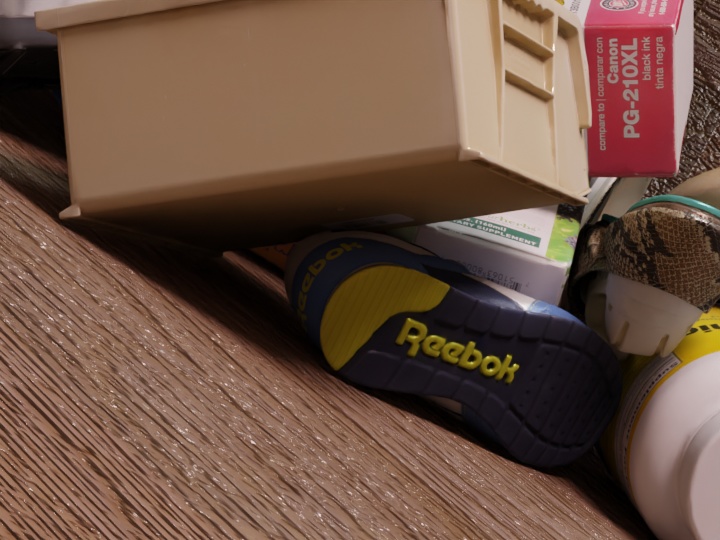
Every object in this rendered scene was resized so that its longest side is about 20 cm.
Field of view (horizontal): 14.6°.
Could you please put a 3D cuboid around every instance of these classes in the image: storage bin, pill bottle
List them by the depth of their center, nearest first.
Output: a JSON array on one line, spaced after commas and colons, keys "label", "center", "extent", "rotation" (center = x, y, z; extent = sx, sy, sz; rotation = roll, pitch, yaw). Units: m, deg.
[{"label": "storage bin", "center": [-0.012, -0.071, 1.276], "extent": [0.199, 0.095, 0.198], "rotation": [-8, -8, 19]}, {"label": "pill bottle", "center": [0.179, 0.086, 1.376], "extent": [0.111, 0.112, 0.200], "rotation": [30, 7, -10]}]

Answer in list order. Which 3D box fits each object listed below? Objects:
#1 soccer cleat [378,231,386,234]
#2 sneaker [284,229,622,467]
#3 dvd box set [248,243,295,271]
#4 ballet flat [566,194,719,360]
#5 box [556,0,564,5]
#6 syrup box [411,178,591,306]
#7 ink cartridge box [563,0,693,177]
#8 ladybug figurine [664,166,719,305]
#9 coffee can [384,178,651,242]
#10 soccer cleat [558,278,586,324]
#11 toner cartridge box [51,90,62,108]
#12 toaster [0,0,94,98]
[{"label": "soccer cleat", "center": [0.017, -0.021, 1.731], "extent": [0.200, 0.067, 0.076], "rotation": [38, 37, 14]}, {"label": "sneaker", "center": [0.045, 0.031, 1.333], "extent": [0.199, 0.074, 0.082], "rotation": [28, 4, -38]}, {"label": "dvd box set", "center": [0.000, 0.000, 1.548], "extent": [0.199, 0.030, 0.146], "rotation": [31, 7, -4]}, {"label": "ballet flat", "center": [0.139, 0.009, 1.376], "extent": [0.067, 0.076, 0.200], "rotation": [23, -4, -6]}, {"label": "box", "center": [0.014, -0.177, 1.420], "extent": [0.064, 0.071, 0.199], "rotation": [-24, 30, -33]}, {"label": "syrup box", "center": [0.071, -0.016, 1.465], "extent": [0.078, 0.082, 0.200], "rotation": [17, 25, 3]}, {"label": "ink cartridge box", "center": [0.069, -0.109, 1.454], "extent": [0.198, 0.085, 0.145], "rotation": [1, 22, 10]}, {"label": "ladybug figurine", "center": [0.221, -0.017, 1.489], "extent": [0.135, 0.073, 0.200], "rotation": [-11, -7, 8]}, {"label": "coffee can", "center": [0.061, -0.077, 1.654], "extent": [0.199, 0.147, 0.146], "rotation": [34, 6, 11]}, {"label": "soccer cleat", "center": [0.133, 0.029, 1.577], "extent": [0.200, 0.069, 0.078], "rotation": [-67, 135, -70]}, {"label": "toner cartridge box", "center": [-0.158, -0.130, 1.554], "extent": [0.095, 0.043, 0.200], "rotation": [58, 1, -9]}, {"label": "toaster", "center": [-0.136, -0.156, 1.397], "extent": [0.199, 0.130, 0.114], "rotation": [1, -12, -22]}]
